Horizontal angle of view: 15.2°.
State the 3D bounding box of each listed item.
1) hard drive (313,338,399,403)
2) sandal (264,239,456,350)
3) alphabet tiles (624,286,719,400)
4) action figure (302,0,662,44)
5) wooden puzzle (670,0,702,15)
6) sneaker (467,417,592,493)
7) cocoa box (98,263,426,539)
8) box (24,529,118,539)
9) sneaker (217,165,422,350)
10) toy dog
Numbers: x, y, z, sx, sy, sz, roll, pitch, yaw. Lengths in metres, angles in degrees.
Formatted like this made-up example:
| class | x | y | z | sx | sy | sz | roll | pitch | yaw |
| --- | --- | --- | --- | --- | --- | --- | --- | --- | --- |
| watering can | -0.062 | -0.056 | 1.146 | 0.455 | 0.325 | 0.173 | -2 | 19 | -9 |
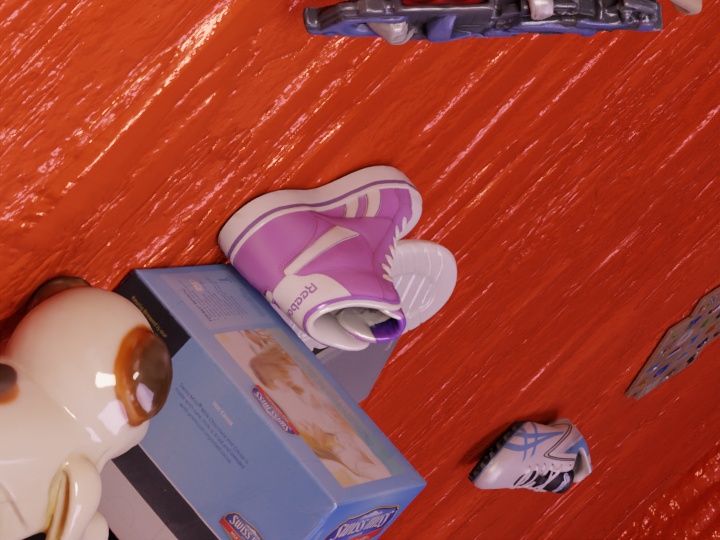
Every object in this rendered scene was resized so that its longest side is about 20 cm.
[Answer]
| class | x | y | z | sx | sy | sz | roll | pitch | yaw |
| --- | --- | --- | --- | --- | --- | --- | --- | --- | --- |
| hard drive | -0.056 | 0.092 | 1.985 | 0.200 | 0.033 | 0.140 | -30 | 160 | -35 |
| sandal | -0.020 | 0.012 | 1.850 | 0.202 | 0.050 | 0.083 | -14 | 135 | -34 |
| alphabet tiles | 0.364 | 0.066 | 2.913 | 0.166 | 0.006 | 0.200 | -31 | 160 | -34 |
| action figure | 0.072 | -0.184 | 1.449 | 0.199 | 0.105 | 0.194 | 1 | 156 | -13 |
| wooden puzzle | 0.153 | -0.239 | 1.404 | 0.037 | 0.186 | 0.200 | -6 | 174 | 17 |
| sneaker | 0.174 | 0.192 | 2.689 | 0.072 | 0.073 | 0.200 | -48 | 161 | 25 |
| cocoa box | -0.086 | 0.109 | 1.668 | 0.131 | 0.200 | 0.133 | -48 | 162 | 19 |
| box | -0.190 | 0.208 | 1.787 | 0.079 | 0.141 | 0.200 | -28 | 159 | -44 |
| sneaker | 0.000 | 0.001 | 1.743 | 0.200 | 0.114 | 0.073 | -19 | 151 | -55 |
| toy dog | -0.202 | 0.084 | 1.511 | 0.199 | 0.139 | 0.195 | -31 | 124 | -26 |
